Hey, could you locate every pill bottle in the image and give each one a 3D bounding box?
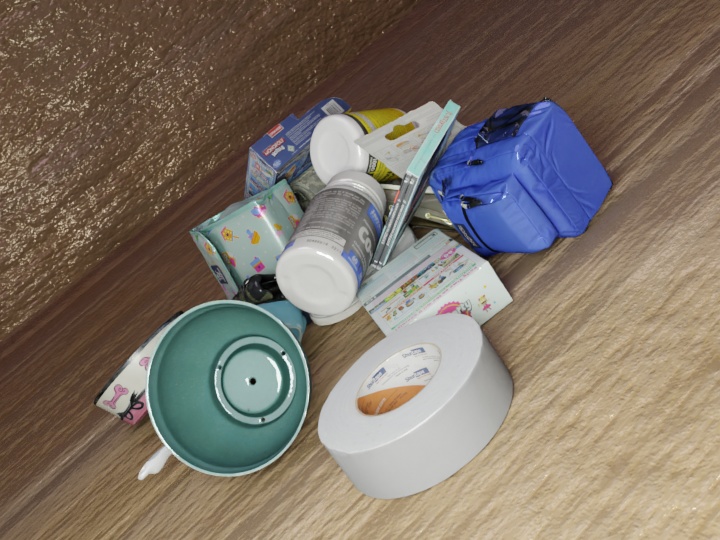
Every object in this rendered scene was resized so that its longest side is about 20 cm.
[{"bbox_3d":[0.025,-0.195,1.297,0.112,0.114,0.199,-15,2,44],"label":"pill bottle"},{"bbox_3d":[-0.033,-0.044,1.130,0.113,0.114,0.201,-22,29,34],"label":"pill bottle"}]

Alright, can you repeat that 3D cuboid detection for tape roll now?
[{"bbox_3d":[0.054,0.134,0.845,0.199,0.067,0.201,-31,20,12],"label":"tape roll"}]

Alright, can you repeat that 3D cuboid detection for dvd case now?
[{"bbox_3d":[0.071,-0.109,1.091,0.147,0.022,0.201,-59,-5,-36],"label":"dvd case"}]

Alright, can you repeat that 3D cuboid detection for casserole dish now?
[{"bbox_3d":[-0.158,0.107,1.141,0.197,0.122,0.039,-10,45,-30],"label":"casserole dish"}]

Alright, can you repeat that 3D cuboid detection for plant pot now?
[{"bbox_3d":[-0.147,0.140,1.019,0.199,0.202,0.134,-34,-7,4],"label":"plant pot"}]

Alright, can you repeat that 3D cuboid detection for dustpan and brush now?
[{"bbox_3d":[-0.227,0.221,1.118,0.138,0.058,0.201,-19,26,39],"label":"dustpan and brush"}]

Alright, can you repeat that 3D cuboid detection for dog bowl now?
[{"bbox_3d":[-0.333,0.163,1.332,0.200,0.074,0.200,-48,2,2],"label":"dog bowl"}]

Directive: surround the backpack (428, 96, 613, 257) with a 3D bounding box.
[{"bbox_3d":[0.178,-0.108,1.047,0.168,0.163,0.199,-47,23,-22],"label":"backpack"}]

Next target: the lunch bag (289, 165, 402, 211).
[{"bbox_3d":[-0.013,-0.137,1.416,0.200,0.169,0.139,-44,22,-24],"label":"lunch bag"}]

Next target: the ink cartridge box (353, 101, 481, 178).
[{"bbox_3d":[0.114,-0.178,1.189,0.160,0.199,0.051,-19,49,43],"label":"ink cartridge box"}]

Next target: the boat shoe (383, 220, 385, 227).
[{"bbox_3d":[0.057,-0.090,1.339,0.200,0.071,0.070,-45,20,-23],"label":"boat shoe"}]

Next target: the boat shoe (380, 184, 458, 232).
[{"bbox_3d":[0.070,-0.091,1.254,0.199,0.072,0.061,3,73,30],"label":"boat shoe"}]

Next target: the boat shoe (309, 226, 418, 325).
[{"bbox_3d":[0.000,0.000,1.216,0.199,0.069,0.072,-34,40,-3],"label":"boat shoe"}]

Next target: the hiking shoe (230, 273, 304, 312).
[{"bbox_3d":[-0.163,0.048,1.169,0.198,0.101,0.076,-30,60,-21],"label":"hiking shoe"}]

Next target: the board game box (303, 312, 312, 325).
[{"bbox_3d":[-0.118,0.064,1.333,0.199,0.035,0.136,-35,19,3],"label":"board game box"}]

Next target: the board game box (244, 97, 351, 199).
[{"bbox_3d":[-0.122,-0.184,1.392,0.200,0.062,0.200,-46,-4,-33],"label":"board game box"}]

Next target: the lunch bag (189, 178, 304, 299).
[{"bbox_3d":[-0.170,-0.025,1.313,0.198,0.172,0.122,-21,16,33],"label":"lunch bag"}]

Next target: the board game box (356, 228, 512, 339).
[{"bbox_3d":[0.083,0.031,1.035,0.147,0.065,0.200,-37,18,-1],"label":"board game box"}]

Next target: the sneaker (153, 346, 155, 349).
[{"bbox_3d":[-0.214,0.141,1.244,0.197,0.080,0.130,-19,-28,-25],"label":"sneaker"}]
